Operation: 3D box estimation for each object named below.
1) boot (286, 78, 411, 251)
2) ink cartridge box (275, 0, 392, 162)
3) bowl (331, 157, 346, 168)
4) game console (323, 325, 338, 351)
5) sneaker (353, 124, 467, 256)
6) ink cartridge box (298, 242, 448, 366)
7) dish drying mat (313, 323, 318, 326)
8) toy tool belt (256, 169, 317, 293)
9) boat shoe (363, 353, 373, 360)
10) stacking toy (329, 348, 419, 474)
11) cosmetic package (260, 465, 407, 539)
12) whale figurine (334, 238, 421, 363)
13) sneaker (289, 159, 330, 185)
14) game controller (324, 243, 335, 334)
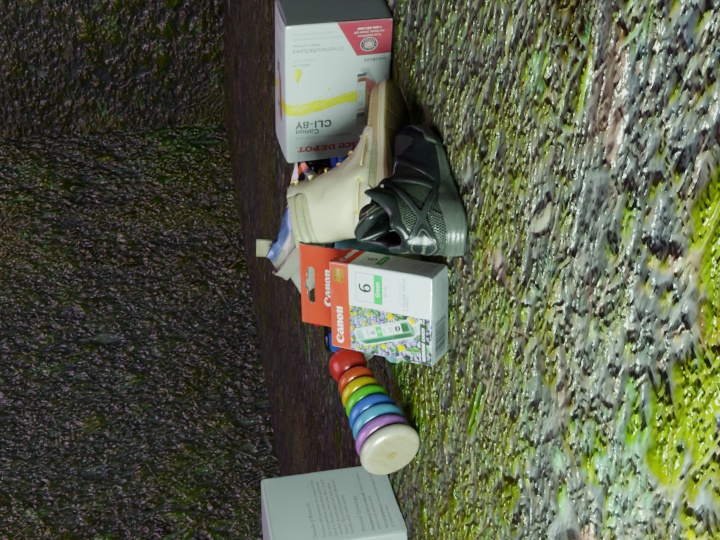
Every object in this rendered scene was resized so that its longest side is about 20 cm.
[{"bbox_3d":[-0.015,-0.126,1.403,0.072,0.154,0.203,25,-120,-53],"label":"boot"},{"bbox_3d":[-0.037,-0.253,1.522,0.084,0.143,0.202,-111,19,-50],"label":"ink cartridge box"},{"bbox_3d":[-0.032,-0.229,1.788,0.201,0.039,0.204,174,90,-80],"label":"bowl"},{"bbox_3d":[-0.002,0.021,1.811,0.169,0.117,0.204,3,101,48],"label":"game console"},{"bbox_3d":[0.043,-0.092,1.268,0.077,0.112,0.201,98,165,-45],"label":"sneaker"},{"bbox_3d":[0.004,0.037,1.347,0.050,0.197,0.111,-36,-50,-55],"label":"ink cartridge box"},{"bbox_3d":[-0.033,-0.006,1.673,0.201,0.018,0.077,106,-173,-46],"label":"dish drying mat"},{"bbox_3d":[-0.077,-0.077,1.685,0.125,0.122,0.202,-35,-26,-61],"label":"toy tool belt"},{"bbox_3d":[0.001,0.034,1.649,0.062,0.074,0.203,-118,26,-60],"label":"boat shoe"},{"bbox_3d":[0.006,0.180,1.586,0.201,0.084,0.086,-121,25,-43],"label":"stacking toy"},{"bbox_3d":[-0.043,0.419,1.749,0.167,0.197,0.170,-114,20,-58],"label":"cosmetic package"},{"bbox_3d":[0.022,0.016,1.445,0.159,0.102,0.204,152,114,-78],"label":"whale figurine"},{"bbox_3d":[-0.067,-0.172,1.755,0.090,0.069,0.203,43,140,52],"label":"sneaker"},{"bbox_3d":[0.000,0.000,1.559,0.042,0.103,0.203,-121,27,-55],"label":"game controller"}]
